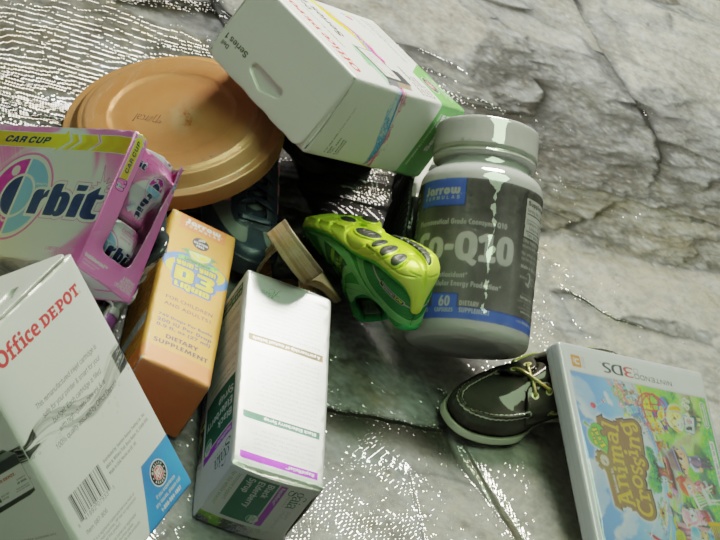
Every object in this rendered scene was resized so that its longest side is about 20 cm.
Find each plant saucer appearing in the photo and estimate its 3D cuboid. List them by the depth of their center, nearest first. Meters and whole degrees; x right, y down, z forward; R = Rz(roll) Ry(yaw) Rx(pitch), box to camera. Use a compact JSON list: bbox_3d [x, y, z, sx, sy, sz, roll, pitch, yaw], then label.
[{"bbox_3d":[-0.166,-0.129,1.858,0.198,0.033,0.201,-1,42,1],"label":"plant saucer"}]

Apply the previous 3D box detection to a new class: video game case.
[{"bbox_3d":[0.254,0.169,1.857,0.181,0.022,0.202,13,56,-34],"label":"video game case"}]

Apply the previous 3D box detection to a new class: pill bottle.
[{"bbox_3d":[0.104,-0.029,1.875,0.113,0.114,0.202,13,75,-26],"label":"pill bottle"}]

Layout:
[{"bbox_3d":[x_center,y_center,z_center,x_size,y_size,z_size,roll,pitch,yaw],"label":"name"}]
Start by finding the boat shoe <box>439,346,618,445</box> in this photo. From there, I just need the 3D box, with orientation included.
[{"bbox_3d":[0.155,0.105,1.878,0.200,0.061,0.072,-8,52,-43],"label":"boat shoe"}]

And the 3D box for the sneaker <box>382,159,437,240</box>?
[{"bbox_3d":[0.072,-0.059,1.996,0.088,0.074,0.201,26,36,-6],"label":"sneaker"}]

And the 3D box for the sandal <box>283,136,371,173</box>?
[{"bbox_3d":[-0.019,-0.129,1.995,0.075,0.045,0.200,42,17,7],"label":"sandal"}]

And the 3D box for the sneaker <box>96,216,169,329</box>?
[{"bbox_3d":[-0.204,0.000,1.654,0.077,0.140,0.201,31,35,-10],"label":"sneaker"}]

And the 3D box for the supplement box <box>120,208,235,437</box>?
[{"bbox_3d":[-0.153,0.039,1.716,0.066,0.069,0.201,25,34,-15],"label":"supplement box"}]

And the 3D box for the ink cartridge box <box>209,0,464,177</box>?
[{"bbox_3d":[-0.019,-0.169,1.885,0.145,0.084,0.199,47,19,26],"label":"ink cartridge box"}]

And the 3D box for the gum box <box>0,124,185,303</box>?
[{"bbox_3d":[-0.235,-0.046,1.615,0.066,0.199,0.114,39,65,-45],"label":"gum box"}]

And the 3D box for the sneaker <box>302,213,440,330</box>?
[{"bbox_3d":[0.000,0.000,1.849,0.073,0.084,0.200,3,15,-26],"label":"sneaker"}]

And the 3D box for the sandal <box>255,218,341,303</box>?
[{"bbox_3d":[-0.070,0.007,1.791,0.078,0.069,0.212,54,-1,9],"label":"sandal"}]

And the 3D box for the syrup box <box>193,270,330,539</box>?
[{"bbox_3d":[-0.077,0.107,1.666,0.081,0.079,0.201,20,44,-17],"label":"syrup box"}]

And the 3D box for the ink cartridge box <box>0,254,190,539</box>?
[{"bbox_3d":[-0.222,0.112,1.480,0.201,0.084,0.145,64,32,-17],"label":"ink cartridge box"}]

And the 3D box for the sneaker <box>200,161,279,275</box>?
[{"bbox_3d":[-0.102,-0.084,1.884,0.070,0.082,0.201,14,40,-27],"label":"sneaker"}]
